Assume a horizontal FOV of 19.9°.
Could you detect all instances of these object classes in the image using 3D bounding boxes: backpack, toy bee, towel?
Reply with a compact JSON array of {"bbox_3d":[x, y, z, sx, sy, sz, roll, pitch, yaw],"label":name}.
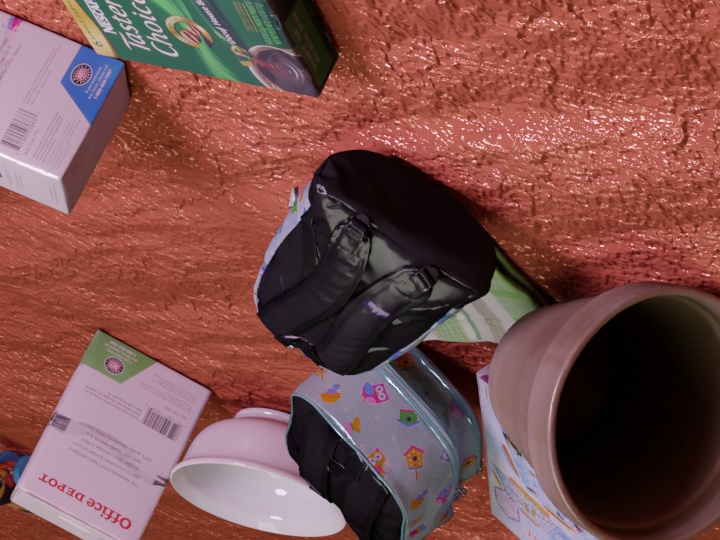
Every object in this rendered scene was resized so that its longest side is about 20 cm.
[{"bbox_3d":[0.000,0.000,1.622,0.162,0.154,0.200,31,129,-6],"label":"backpack"},{"bbox_3d":[-0.494,0.297,2.841,0.199,0.109,0.131,34,158,-20],"label":"toy bee"},{"bbox_3d":[0.065,0.020,1.730,0.199,0.031,0.149,1,148,45],"label":"towel"},{"bbox_3d":[0.021,0.153,1.872,0.176,0.153,0.200,48,170,18],"label":"backpack"}]

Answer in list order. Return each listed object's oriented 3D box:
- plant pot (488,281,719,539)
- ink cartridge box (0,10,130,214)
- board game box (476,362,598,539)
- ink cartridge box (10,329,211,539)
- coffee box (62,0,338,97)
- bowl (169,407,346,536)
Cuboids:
[{"bbox_3d":[0.188,0.100,1.596,0.199,0.201,0.173,37,171,-26],"label":"plant pot"},{"bbox_3d":[-0.299,-0.142,1.652,0.198,0.117,0.067,23,158,8],"label":"ink cartridge box"},{"bbox_3d":[0.186,0.200,1.815,0.200,0.041,0.201,41,153,37],"label":"board game box"},{"bbox_3d":[-0.273,0.192,2.244,0.145,0.201,0.084,29,157,-8],"label":"ink cartridge box"},{"bbox_3d":[-0.123,-0.187,1.458,0.198,0.044,0.123,15,155,26],"label":"coffee box"},{"bbox_3d":[-0.100,0.209,2.223,0.199,0.091,0.202,13,155,6],"label":"bowl"}]
